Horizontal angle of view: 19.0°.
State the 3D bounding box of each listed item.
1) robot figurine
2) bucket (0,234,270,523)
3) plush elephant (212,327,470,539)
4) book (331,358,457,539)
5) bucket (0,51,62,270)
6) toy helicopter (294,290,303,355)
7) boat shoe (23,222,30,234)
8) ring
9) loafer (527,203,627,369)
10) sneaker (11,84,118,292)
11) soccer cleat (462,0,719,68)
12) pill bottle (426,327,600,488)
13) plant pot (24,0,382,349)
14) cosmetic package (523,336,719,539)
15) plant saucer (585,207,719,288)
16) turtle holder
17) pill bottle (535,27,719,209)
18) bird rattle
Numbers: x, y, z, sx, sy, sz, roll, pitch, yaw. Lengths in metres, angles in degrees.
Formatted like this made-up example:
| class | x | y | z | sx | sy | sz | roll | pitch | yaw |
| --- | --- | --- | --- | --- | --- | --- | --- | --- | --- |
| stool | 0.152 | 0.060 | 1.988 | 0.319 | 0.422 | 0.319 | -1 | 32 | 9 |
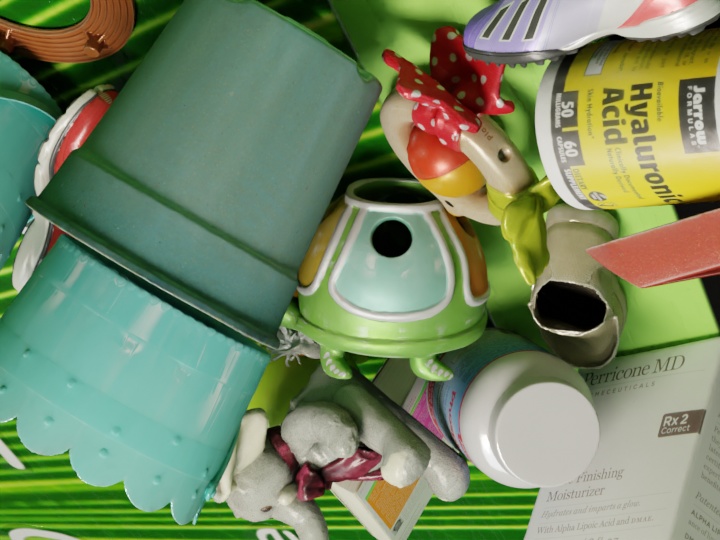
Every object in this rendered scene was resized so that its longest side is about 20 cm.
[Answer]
| class | x | y | z | sx | sy | sz | roll | pitch | yaw |
| --- | --- | --- | --- | --- | --- | --- | --- | --- | --- |
| robot figurine | -0.070 | 0.101 | 1.851 | 0.116 | 0.175 | 0.200 | 49 | 168 | -20 |
| bucket | -0.172 | 0.075 | 1.551 | 0.207 | 0.135 | 0.207 | 31 | 179 | 0 |
| plush elephant | -0.040 | 0.151 | 1.675 | 0.200 | 0.155 | 0.165 | 40 | -177 | 14 |
| book | 0.036 | 0.155 | 1.852 | 0.048 | 0.134 | 0.200 | 28 | 167 | 23 |
| bucket | -0.334 | -0.092 | 1.684 | 0.207 | 0.135 | 0.207 | 24 | 156 | 12 |
| toy helicopter | -0.067 | -0.031 | 1.732 | 0.132 | 0.079 | 0.200 | 27 | 141 | 8 |
| boat shoe | -0.192 | -0.030 | 1.802 | 0.200 | 0.071 | 0.091 | 7 | 151 | 35 |
| ring | -0.261 | -0.214 | 1.580 | 0.200 | 0.019 | 0.201 | 15 | 151 | 9 |
| loafer | 0.163 | 0.025 | 1.659 | 0.075 | 0.068 | 0.200 | 11 | 150 | 17 |
| sneaker | -0.201 | -0.048 | 1.648 | 0.085 | 0.077 | 0.200 | 30 | 121 | 24 |
| soccer cleat | 0.140 | -0.178 | 1.354 | 0.200 | 0.068 | 0.073 | -5 | 118 | 44 |
| pill bottle | 0.123 | 0.112 | 1.707 | 0.109 | 0.109 | 0.200 | 27 | -179 | -12 |
| plant pot | -0.095 | -0.080 | 1.473 | 0.200 | 0.196 | 0.200 | 30 | 179 | 1 |
| cosmetic package | 0.259 | 0.187 | 1.735 | 0.165 | 0.200 | 0.165 | 38 | 147 | -30 |
| plant saucer | 0.284 | -0.029 | 1.403 | 0.200 | 0.037 | 0.199 | -8 | 173 | -41 |
| turtle holder | 0.008 | -0.003 | 1.648 | 0.185 | 0.141 | 0.132 | 14 | 115 | 27 |
| pill bottle | 0.222 | -0.099 | 1.371 | 0.200 | 0.111 | 0.111 | -4 | 143 | 36 |
| bird rattle | 0.070 | -0.082 | 1.516 | 0.200 | 0.113 | 0.163 | 40 | 162 | -25 |
